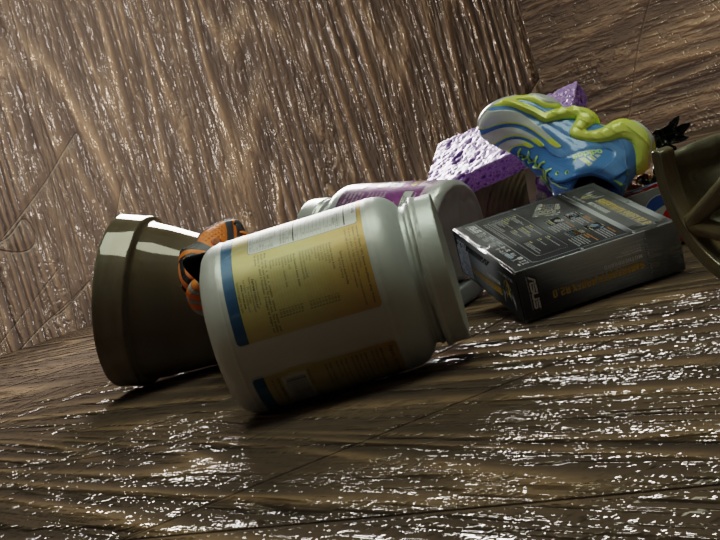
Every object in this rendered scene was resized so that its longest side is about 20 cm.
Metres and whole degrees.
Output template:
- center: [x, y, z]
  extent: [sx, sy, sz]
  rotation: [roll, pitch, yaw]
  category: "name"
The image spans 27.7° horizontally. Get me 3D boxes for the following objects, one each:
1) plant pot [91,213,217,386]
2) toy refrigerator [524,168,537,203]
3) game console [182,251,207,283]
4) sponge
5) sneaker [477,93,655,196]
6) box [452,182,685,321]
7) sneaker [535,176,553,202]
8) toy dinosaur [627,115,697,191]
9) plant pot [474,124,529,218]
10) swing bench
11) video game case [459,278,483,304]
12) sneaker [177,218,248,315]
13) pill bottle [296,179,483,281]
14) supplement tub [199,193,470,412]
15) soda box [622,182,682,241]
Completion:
- center: [-0.197, 0.035, 1.694]
  extent: [0.171, 0.203, 0.200]
  rotation: [0, 7, 10]
  category: "plant pot"
- center: [0.259, -0.101, 1.778]
  extent: [0.069, 0.077, 0.200]
  rotation: [-14, -16, 23]
  category: "toy refrigerator"
- center: [-0.049, 0.008, 1.456]
  extent: [0.175, 0.118, 0.199]
  rotation: [-20, 6, -35]
  category: "game console"
- center: [0.169, -0.146, 1.696]
  extent: [0.198, 0.030, 0.112]
  rotation: [-23, 27, 30]
  category: "sponge"
- center: [0.201, -0.122, 1.515]
  extent: [0.198, 0.076, 0.106]
  rotation: [10, 49, 28]
  category: "sneaker"
- center: [0.188, -0.021, 1.361]
  extent: [0.157, 0.049, 0.200]
  rotation: [-17, 16, -9]
  category: "box"
- center: [0.225, -0.075, 1.640]
  extent: [0.080, 0.089, 0.201]
  rotation: [-16, -20, -15]
  category: "sneaker"
- center: [0.419, -0.122, 1.941]
  extent: [0.199, 0.103, 0.136]
  rotation: [-30, -22, 9]
  category: "toy dinosaur"
- center: [0.193, -0.093, 1.850]
  extent: [0.092, 0.203, 0.200]
  rotation: [19, 23, 29]
  category: "plant pot"
- center: [0.363, -0.074, 1.096]
  extent: [0.197, 0.131, 0.200]
  rotation: [-19, -1, -21]
  category: "swing bench"
- center: [0.018, 0.053, 1.534]
  extent: [0.180, 0.022, 0.200]
  rotation: [-15, 4, 23]
  category: "video game case"
- center: [-0.105, -0.007, 1.595]
  extent: [0.198, 0.078, 0.113]
  rotation: [6, 37, -26]
  category: "sneaker"
- center: [0.028, -0.042, 1.617]
  extent: [0.198, 0.114, 0.112]
  rotation: [-1, 13, 35]
  category: "pill bottle"
- center: [-0.020, 0.024, 1.201]
  extent: [0.198, 0.146, 0.145]
  rotation: [-16, 4, 6]
  category: "supplement tub"
- center: [0.277, -0.047, 1.510]
  extent: [0.198, 0.064, 0.070]
  rotation: [-18, 4, -5]
  category: "soda box"
